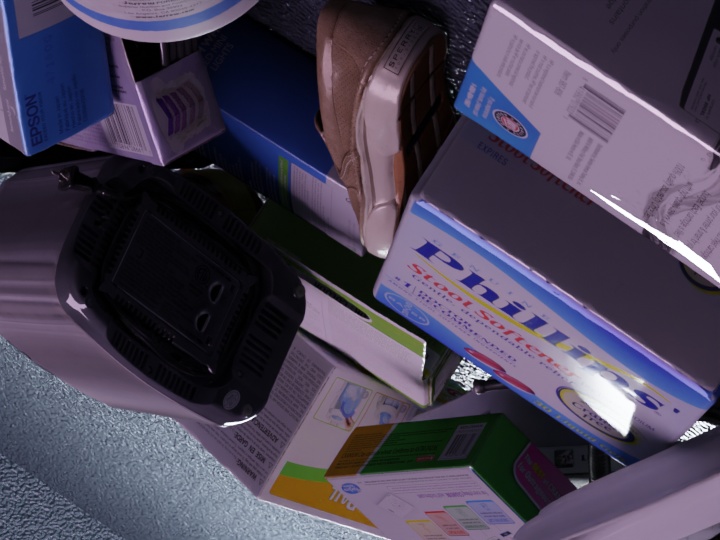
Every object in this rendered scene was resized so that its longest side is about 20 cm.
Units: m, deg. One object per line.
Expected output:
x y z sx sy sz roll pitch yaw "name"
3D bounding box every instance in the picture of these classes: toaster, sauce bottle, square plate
-0.139 0.008 1.649 0.129 0.114 0.200 -1 149 48 "toaster"
-0.098 -0.032 1.835 0.066 0.066 0.200 33 -176 5 "sauce bottle"
0.176 0.116 1.549 0.198 0.199 0.029 41 -155 -74 "square plate"

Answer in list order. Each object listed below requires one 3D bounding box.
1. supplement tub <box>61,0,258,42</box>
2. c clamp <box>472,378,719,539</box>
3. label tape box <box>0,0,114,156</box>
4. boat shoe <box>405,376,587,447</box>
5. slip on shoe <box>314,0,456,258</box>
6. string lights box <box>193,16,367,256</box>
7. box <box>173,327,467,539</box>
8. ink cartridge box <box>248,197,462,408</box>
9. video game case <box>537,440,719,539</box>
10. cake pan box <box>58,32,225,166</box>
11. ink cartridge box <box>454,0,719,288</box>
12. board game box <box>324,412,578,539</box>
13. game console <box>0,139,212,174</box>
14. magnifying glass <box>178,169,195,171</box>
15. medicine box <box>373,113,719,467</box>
-0.103 -0.201 1.300 0.132 0.132 0.200 30 163 18 "supplement tub"
0.164 0.117 1.699 0.170 0.027 0.201 -9 132 6 "c clamp"
-0.220 -0.167 1.542 0.200 0.066 0.144 30 138 38 "label tape box"
0.107 0.097 1.820 0.199 0.074 0.065 -18 162 41 "boat shoe"
0.007 -0.076 1.541 0.060 0.076 0.200 26 159 14 "slip on shoe"
-0.067 -0.097 1.676 0.199 0.059 0.103 33 164 9 "string lights box"
-0.007 0.104 1.930 0.200 0.102 0.112 22 -168 -46 "box"
0.000 0.000 1.762 0.147 0.076 0.200 33 170 8 "ink cartridge box"
0.167 0.148 1.812 0.181 0.023 0.200 -3 158 5 "video game case"
-0.166 -0.159 1.581 0.200 0.052 0.185 14 129 52 "cake pan box"
0.150 -0.067 1.253 0.200 0.084 0.145 35 166 4 "ink cartridge box"
0.093 0.167 1.723 0.200 0.040 0.153 45 152 -22 "board game box"
-0.214 -0.067 1.776 0.199 0.117 0.176 -3 -147 -29 "game console"
-0.040 -0.014 1.951 0.199 0.022 0.080 29 164 14 "magnifying glass"
0.114 -0.001 1.497 0.182 0.103 0.200 34 165 4 "medicine box"
